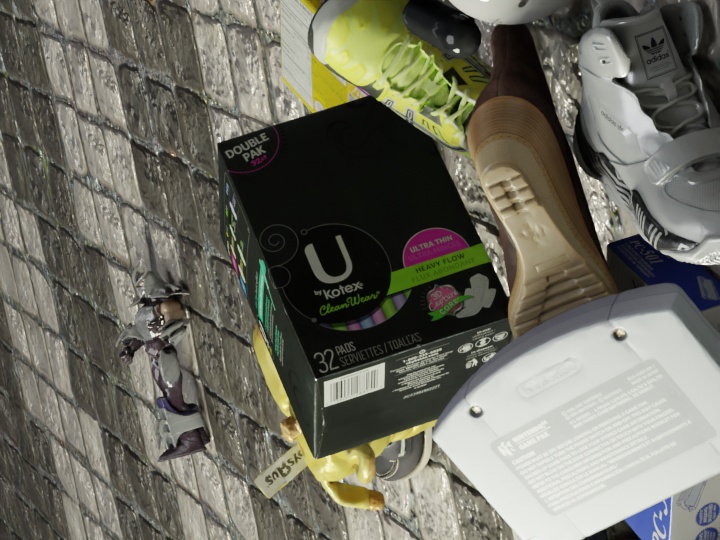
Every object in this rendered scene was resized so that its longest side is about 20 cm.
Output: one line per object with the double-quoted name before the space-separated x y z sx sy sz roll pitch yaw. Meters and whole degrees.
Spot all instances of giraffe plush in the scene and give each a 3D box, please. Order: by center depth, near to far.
"giraffe plush" -0.009 0.083 1.861 0.172 0.200 0.162 32 172 3

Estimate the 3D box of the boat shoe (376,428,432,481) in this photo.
"boat shoe" 0.022 0.114 2.033 0.073 0.063 0.200 63 157 25

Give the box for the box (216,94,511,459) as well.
"box" 0.000 0.000 1.739 0.124 0.148 0.200 93 157 -59

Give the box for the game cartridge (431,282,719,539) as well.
"game cartridge" 0.147 0.088 1.550 0.200 0.040 0.133 -30 111 34

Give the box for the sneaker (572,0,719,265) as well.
"sneaker" 0.182 -0.086 1.472 0.200 0.075 0.115 -132 30 -54

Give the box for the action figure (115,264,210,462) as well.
"action figure" -0.202 0.091 2.565 0.130 0.069 0.200 166 90 -74

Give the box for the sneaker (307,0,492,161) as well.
"sneaker" 0.049 -0.129 1.666 0.075 0.200 0.076 -57 42 9

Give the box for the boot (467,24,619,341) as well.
"boot" 0.123 -0.042 1.597 0.166 0.072 0.200 -80 -28 -54

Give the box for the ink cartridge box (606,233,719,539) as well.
"ink cartridge box" 0.195 0.083 1.611 0.094 0.044 0.200 -130 31 -49

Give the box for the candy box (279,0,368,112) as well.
"candy box" -0.011 -0.148 1.970 0.200 0.026 0.102 49 146 45

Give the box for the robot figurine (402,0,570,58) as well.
"robot figurine" 0.068 -0.229 1.577 0.200 0.125 0.150 41 160 54

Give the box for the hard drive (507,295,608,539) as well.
"hard drive" 0.125 0.115 1.751 0.140 0.038 0.200 160 102 -79
